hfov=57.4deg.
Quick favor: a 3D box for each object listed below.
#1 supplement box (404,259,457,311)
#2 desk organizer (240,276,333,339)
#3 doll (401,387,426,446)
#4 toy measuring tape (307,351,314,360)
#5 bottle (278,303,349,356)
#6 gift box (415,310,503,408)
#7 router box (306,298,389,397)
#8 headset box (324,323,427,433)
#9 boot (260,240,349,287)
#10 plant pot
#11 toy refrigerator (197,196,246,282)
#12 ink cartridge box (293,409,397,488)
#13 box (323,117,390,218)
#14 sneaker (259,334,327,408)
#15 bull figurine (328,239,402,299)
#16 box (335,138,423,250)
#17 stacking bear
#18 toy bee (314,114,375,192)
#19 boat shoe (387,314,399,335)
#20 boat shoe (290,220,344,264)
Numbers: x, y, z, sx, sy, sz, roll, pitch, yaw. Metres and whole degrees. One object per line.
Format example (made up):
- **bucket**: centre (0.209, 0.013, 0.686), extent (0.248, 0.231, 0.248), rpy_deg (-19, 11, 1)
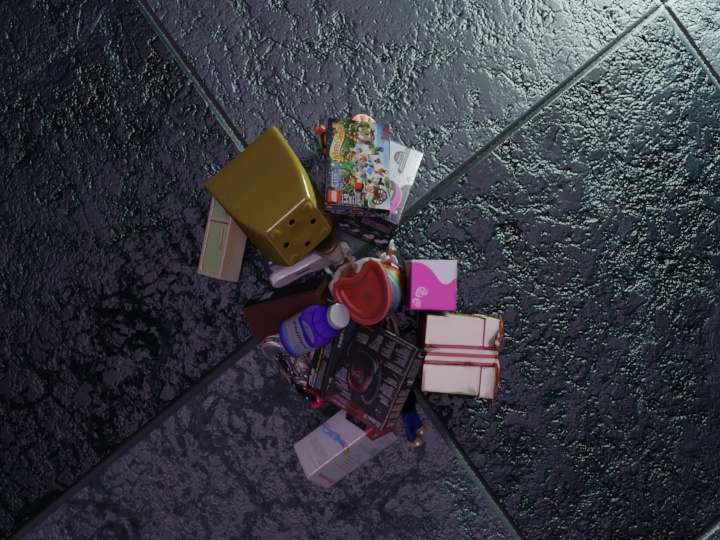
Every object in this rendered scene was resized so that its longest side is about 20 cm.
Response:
- **supplement box**: centre (0.148, 0.030, 1.422), extent (0.100, 0.200, 0.105), rpy_deg (2, 89, -1)
- **desk organizer**: centre (-0.158, 0.084, 1.457), extent (0.194, 0.072, 0.079), rpy_deg (-14, 108, 21)
- **doll**: centre (0.104, 0.281, 1.459), extent (0.047, 0.137, 0.206), rpy_deg (-6, 113, 20)
- **toy measuring tape**: centre (-0.062, 0.140, 1.485), extent (0.073, 0.074, 0.201), rpy_deg (39, 89, 0)
- **bottle**: centre (-0.094, 0.116, 1.337), extent (0.064, 0.198, 0.085), rpy_deg (-28, 90, -40)
- **gift box**: centre (0.218, 0.187, 1.428), extent (0.180, 0.200, 0.192), rpy_deg (4, 94, -2)
- **router box**: centre (-0.025, 0.167, 1.428), extent (0.147, 0.061, 0.206), rpy_deg (3, 106, -43)
- **headset box**: centre (0.027, 0.222, 1.342), extent (0.146, 0.075, 0.205), rpy_deg (25, 91, 26)
- **boot**: centre (-0.127, -0.044, 1.489), extent (0.195, 0.073, 0.092), rpy_deg (-23, 71, -12)
- **plant pot**: centre (-0.166, -0.129, 1.357), extent (0.193, 0.197, 0.200), rpy_deg (-40, 48, -4)
- **toy refrigerator**: centre (-0.302, -0.085, 1.470), extent (0.074, 0.069, 0.207), rpy_deg (12, 89, 33)
- **ink cartridge box**: centre (-0.031, 0.374, 1.439), extent (0.197, 0.148, 0.087), rpy_deg (-34, 59, -1)
- **box**: centre (-0.006, -0.210, 1.345), extent (0.132, 0.038, 0.206), rpy_deg (4, 66, -8)
- **sneaker**: centre (-0.143, 0.220, 1.467), extent (0.198, 0.075, 0.081), rpy_deg (38, 123, 1)
- **bull figurine**: centre (0.000, 0.000, 1.476), extent (0.194, 0.124, 0.066), rpy_deg (-14, 46, -9)
- **box**: centre (0.043, -0.173, 1.427), extent (0.129, 0.115, 0.204), rpy_deg (22, 62, -1)
- **stacking bear**: centre (0.039, 0.039, 1.371), extent (0.120, 0.199, 0.116), rpy_deg (-31, 87, 19)
- **toy bee**: centre (-0.044, -0.289, 1.445), extent (0.129, 0.203, 0.109), rpy_deg (-20, 121, 38)
- **boat shoe**: centre (0.060, 0.193, 1.488), extent (0.069, 0.065, 0.207), rpy_deg (-7, 89, -1)
- **boat shoe**: centre (-0.100, -0.082, 1.455), extent (0.073, 0.063, 0.200), rpy_deg (-44, 47, -6)
